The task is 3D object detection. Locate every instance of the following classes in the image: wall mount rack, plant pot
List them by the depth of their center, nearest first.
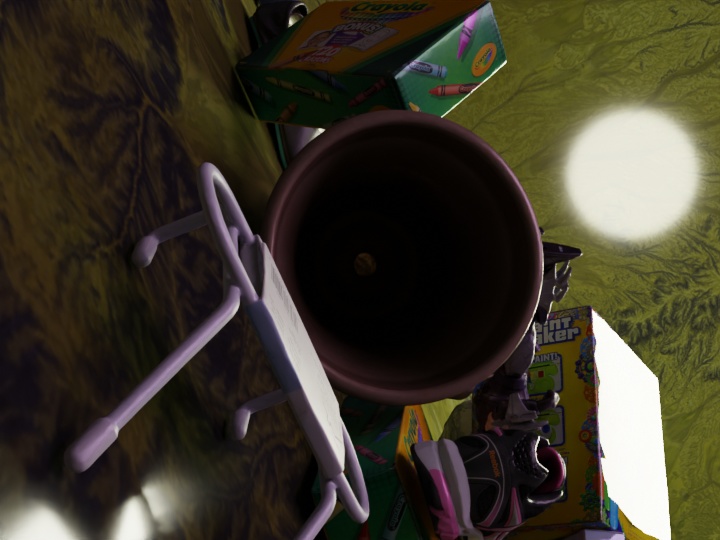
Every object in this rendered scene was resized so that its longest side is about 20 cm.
[{"bbox_3d":[-0.057,0.063,0.445,0.174,0.074,0.201,-101,169,-62],"label":"wall mount rack"},{"bbox_3d":[0.014,-0.007,0.756,0.175,0.199,0.201,176,-105,-79],"label":"plant pot"}]

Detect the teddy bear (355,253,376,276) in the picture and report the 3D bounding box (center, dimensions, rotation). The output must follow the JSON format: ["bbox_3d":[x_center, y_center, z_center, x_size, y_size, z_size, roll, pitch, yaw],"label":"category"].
[{"bbox_3d":[0.000,0.000,0.990,0.145,0.066,0.201,98,-25,-72],"label":"teddy bear"}]

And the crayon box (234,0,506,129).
[{"bbox_3d":[0.005,-0.169,0.824,0.199,0.119,0.058,15,-42,46],"label":"crayon box"}]

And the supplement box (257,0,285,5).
[{"bbox_3d":[-0.086,-0.429,1.096,0.201,0.134,0.200,-98,166,-52],"label":"supplement box"}]

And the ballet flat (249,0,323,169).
[{"bbox_3d":[-0.059,-0.184,0.963,0.068,0.068,0.201,55,19,-64],"label":"ballet flat"}]

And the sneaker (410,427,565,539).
[{"bbox_3d":[0.097,0.148,0.675,0.200,0.086,0.081,45,29,-73],"label":"sneaker"}]

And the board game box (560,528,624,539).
[{"bbox_3d":[0.166,0.341,0.851,0.199,0.043,0.201,123,-27,-60],"label":"board game box"}]

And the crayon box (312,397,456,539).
[{"bbox_3d":[0.024,0.164,0.712,0.200,0.058,0.119,-62,132,-78],"label":"crayon box"}]

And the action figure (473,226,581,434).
[{"bbox_3d":[0.123,0.069,0.800,0.130,0.069,0.201,-108,-160,-69],"label":"action figure"}]

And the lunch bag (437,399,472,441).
[{"bbox_3d":[0.165,0.249,1.133,0.200,0.138,0.169,103,-15,-65],"label":"lunch bag"}]

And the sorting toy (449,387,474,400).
[{"bbox_3d":[0.064,0.021,0.965,0.185,0.036,0.201,147,-71,-80],"label":"sorting toy"}]

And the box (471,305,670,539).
[{"bbox_3d":[0.198,0.166,0.941,0.200,0.121,0.194,37,48,-49],"label":"box"}]
